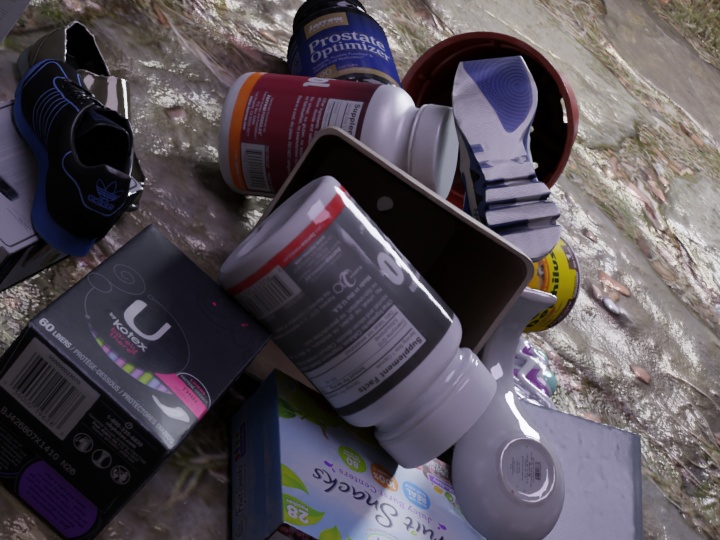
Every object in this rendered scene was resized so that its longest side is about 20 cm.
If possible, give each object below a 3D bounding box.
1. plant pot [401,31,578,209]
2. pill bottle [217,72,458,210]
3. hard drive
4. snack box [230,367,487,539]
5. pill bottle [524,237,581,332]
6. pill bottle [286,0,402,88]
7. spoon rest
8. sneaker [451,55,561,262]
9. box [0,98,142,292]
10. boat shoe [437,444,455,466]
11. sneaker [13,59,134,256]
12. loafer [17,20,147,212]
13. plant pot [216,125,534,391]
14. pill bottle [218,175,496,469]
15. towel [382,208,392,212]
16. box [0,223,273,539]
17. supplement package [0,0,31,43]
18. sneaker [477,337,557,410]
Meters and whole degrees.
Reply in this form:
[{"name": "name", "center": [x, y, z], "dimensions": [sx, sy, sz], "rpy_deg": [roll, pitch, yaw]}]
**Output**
[{"name": "plant pot", "center": [0.156, -0.165, 1.831], "dimensions": [0.201, 0.201, 0.195], "rpy_deg": [46, 17, 7]}, {"name": "pill bottle", "center": [-0.018, -0.114, 1.466], "dimensions": [0.199, 0.114, 0.113], "rpy_deg": [8, 20, 16]}, {"name": "hard drive", "center": [0.156, 0.206, 1.284], "dimensions": [0.139, 0.033, 0.201], "rpy_deg": [17, 54, -17]}, {"name": "snack box", "center": [0.002, 0.185, 1.193], "dimensions": [0.200, 0.068, 0.169], "rpy_deg": [30, 27, -22]}, {"name": "pill bottle", "center": [0.131, 0.006, 1.585], "dimensions": [0.109, 0.109, 0.200], "rpy_deg": [53, 22, 20]}, {"name": "pill bottle", "center": [-0.018, -0.205, 1.713], "dimensions": [0.112, 0.112, 0.200], "rpy_deg": [27, 30, -30]}, {"name": "spoon rest", "center": [0.118, 0.116, 1.272], "dimensions": [0.099, 0.061, 0.201], "rpy_deg": [16, 67, -22]}, {"name": "sneaker", "center": [0.114, -0.079, 1.437], "dimensions": [0.080, 0.115, 0.200], "rpy_deg": [-4, 67, -12]}, {"name": "box", "center": [-0.259, -0.058, 1.200], "dimensions": [0.117, 0.060, 0.200], "rpy_deg": [44, 25, 2]}, {"name": "boat shoe", "center": [0.109, 0.199, 1.323], "dimensions": [0.200, 0.071, 0.064], "rpy_deg": [47, 25, 5]}, {"name": "sneaker", "center": [-0.201, -0.100, 1.188], "dimensions": [0.070, 0.078, 0.200], "rpy_deg": [23, 32, -36]}, {"name": "loafer", "center": [-0.226, -0.132, 1.350], "dimensions": [0.075, 0.070, 0.200], "rpy_deg": [10, 41, -49]}, {"name": "plant pot", "center": [0.000, 0.000, 1.337], "dimensions": [0.200, 0.200, 0.177], "rpy_deg": [33, 13, -8]}, {"name": "pill bottle", "center": [0.001, 0.040, 1.195], "dimensions": [0.200, 0.114, 0.114], "rpy_deg": [48, 24, -10]}, {"name": "towel", "center": [0.041, -0.006, 1.486], "dimensions": [0.048, 0.112, 0.200], "rpy_deg": [31, 28, -47]}, {"name": "box", "center": [-0.161, 0.071, 1.091], "dimensions": [0.122, 0.106, 0.200], "rpy_deg": [42, 25, -2]}, {"name": "supplement package", "center": [-0.314, -0.319, 1.360], "dimensions": [0.151, 0.200, 0.151], "rpy_deg": [31, 28, -24]}, {"name": "sneaker", "center": [0.109, 0.111, 1.448], "dimensions": [0.140, 0.078, 0.200], "rpy_deg": [26, 30, -33]}]
